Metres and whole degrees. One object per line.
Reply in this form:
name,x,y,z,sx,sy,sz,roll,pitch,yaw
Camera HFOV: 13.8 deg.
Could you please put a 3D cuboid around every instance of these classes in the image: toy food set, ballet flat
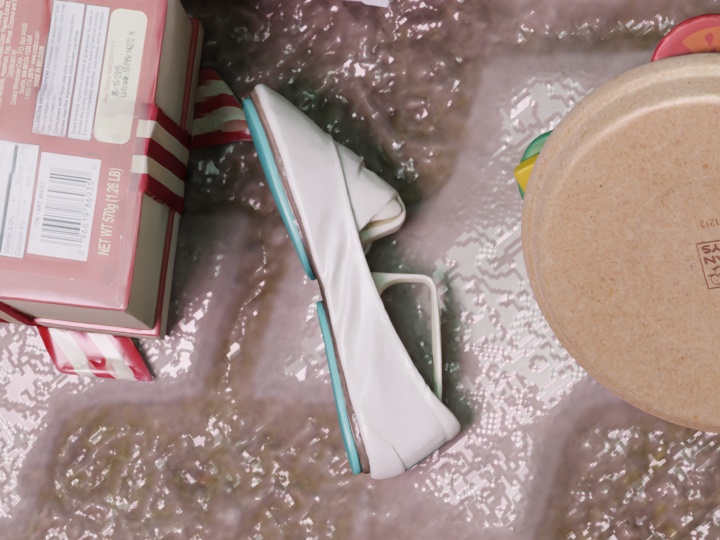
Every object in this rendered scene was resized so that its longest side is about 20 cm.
toy food set,0.169,-0.016,1.340,0.200,0.049,0.198,-25,108,28
ballet flat,0.000,0.000,1.435,0.069,0.069,0.201,-20,81,17

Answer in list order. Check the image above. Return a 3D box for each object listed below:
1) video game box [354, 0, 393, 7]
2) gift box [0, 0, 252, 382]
video game box,-0.041,-0.217,1.428,0.182,0.047,0.200,8,53,19
gift box,-0.156,-0.049,1.433,0.199,0.187,0.185,12,86,2
